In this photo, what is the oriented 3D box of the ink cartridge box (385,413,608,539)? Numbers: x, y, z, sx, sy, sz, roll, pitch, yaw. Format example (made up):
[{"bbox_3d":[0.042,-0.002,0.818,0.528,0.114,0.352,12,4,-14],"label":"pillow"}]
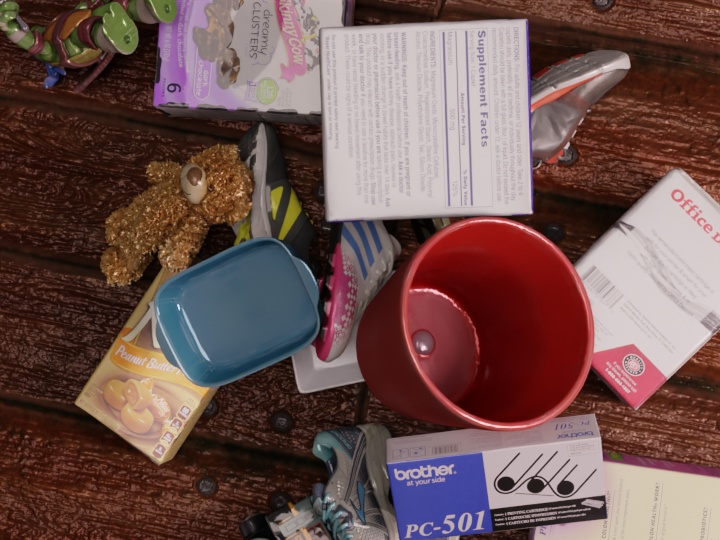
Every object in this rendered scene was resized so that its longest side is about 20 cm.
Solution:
[{"bbox_3d":[0.128,0.196,1.199,0.199,0.044,0.095,-8,116,5],"label":"ink cartridge box"}]

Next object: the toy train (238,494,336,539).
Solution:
[{"bbox_3d":[-0.046,0.326,1.303,0.114,0.085,0.201,-30,72,-2],"label":"toy train"}]

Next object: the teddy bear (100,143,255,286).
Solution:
[{"bbox_3d":[-0.201,-0.060,1.314,0.199,0.067,0.146,-13,48,41],"label":"teddy bear"}]

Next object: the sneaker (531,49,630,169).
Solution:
[{"bbox_3d":[0.196,-0.156,1.321,0.199,0.077,0.082,-30,110,6],"label":"sneaker"}]

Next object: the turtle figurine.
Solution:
[{"bbox_3d":[-0.298,-0.286,1.314,0.193,0.144,0.201,6,97,38],"label":"turtle figurine"}]

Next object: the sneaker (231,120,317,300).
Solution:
[{"bbox_3d":[-0.092,-0.058,1.347,0.084,0.074,0.201,8,71,-32],"label":"sneaker"}]

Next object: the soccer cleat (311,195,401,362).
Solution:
[{"bbox_3d":[0.000,0.000,1.305,0.086,0.070,0.201,12,69,-16],"label":"soccer cleat"}]

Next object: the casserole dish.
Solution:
[{"bbox_3d":[-0.118,0.039,1.270,0.199,0.039,0.122,-25,92,27],"label":"casserole dish"}]

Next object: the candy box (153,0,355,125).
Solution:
[{"bbox_3d":[-0.109,-0.245,1.347,0.199,0.072,0.169,4,88,7],"label":"candy box"}]

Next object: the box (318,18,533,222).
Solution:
[{"bbox_3d":[0.064,-0.142,1.230,0.199,0.105,0.185,-2,93,4],"label":"box"}]

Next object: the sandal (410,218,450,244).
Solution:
[{"bbox_3d":[0.070,-0.115,1.328,0.057,0.080,0.202,-15,91,-14],"label":"sandal"}]

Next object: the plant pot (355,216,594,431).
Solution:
[{"bbox_3d":[0.092,0.062,1.215,0.199,0.177,0.202,5,77,-23],"label":"plant pot"}]

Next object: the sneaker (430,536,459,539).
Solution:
[{"bbox_3d":[0.064,0.276,1.292,0.077,0.086,0.201,7,90,6],"label":"sneaker"}]

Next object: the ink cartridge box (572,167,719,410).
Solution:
[{"bbox_3d":[0.293,0.018,1.284,0.200,0.083,0.145,-44,84,3],"label":"ink cartridge box"}]

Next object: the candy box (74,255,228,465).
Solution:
[{"bbox_3d":[-0.198,0.090,1.352,0.115,0.055,0.201,34,92,5],"label":"candy box"}]

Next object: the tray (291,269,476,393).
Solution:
[{"bbox_3d":[0.021,0.059,1.345,0.199,0.022,0.108,-12,86,6],"label":"tray"}]

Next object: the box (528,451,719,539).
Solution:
[{"bbox_3d":[0.268,0.278,1.271,0.199,0.097,0.177,7,89,6],"label":"box"}]

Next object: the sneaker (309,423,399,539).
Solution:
[{"bbox_3d":[-0.009,0.249,1.278,0.086,0.078,0.201,4,52,-17],"label":"sneaker"}]
